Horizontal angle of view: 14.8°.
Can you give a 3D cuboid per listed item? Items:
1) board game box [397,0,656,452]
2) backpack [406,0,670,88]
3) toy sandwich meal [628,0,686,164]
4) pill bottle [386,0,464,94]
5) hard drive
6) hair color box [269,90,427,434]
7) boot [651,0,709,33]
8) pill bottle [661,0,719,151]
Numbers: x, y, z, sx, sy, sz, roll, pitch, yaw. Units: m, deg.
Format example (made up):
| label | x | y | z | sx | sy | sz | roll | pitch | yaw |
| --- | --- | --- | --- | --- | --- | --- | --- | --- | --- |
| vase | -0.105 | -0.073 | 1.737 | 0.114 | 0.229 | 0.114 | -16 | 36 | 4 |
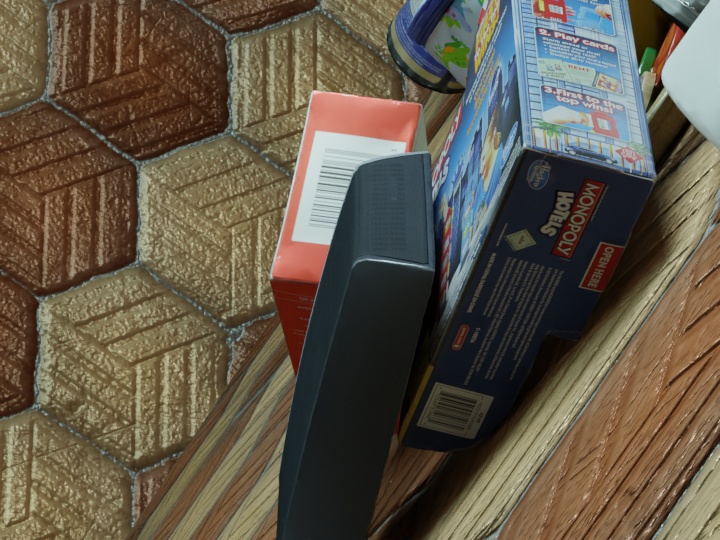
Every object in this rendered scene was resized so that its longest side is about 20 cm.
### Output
| label | x | y | z | sx | sy | sz | roll | pitch | yaw |
| --- | --- | --- | --- | --- | --- | --- | --- | --- | --- |
| board game box | 0.076 | -0.049 | 1.276 | 0.200 | 0.062 | 0.200 | 112 | 169 | -45 |
| backpack | 0.115 | -0.189 | 1.571 | 0.200 | 0.147 | 0.183 | -43 | -4 | -38 |
| toy sandwich meal | 0.110 | -0.074 | 1.420 | 0.205 | 0.070 | 0.205 | -54 | 4 | 5 |
| pill bottle | 0.120 | -0.285 | 2.892 | 0.200 | 0.112 | 0.112 | -51 | 5 | 40 |
| hard drive | -0.004 | 0.054 | 1.300 | 0.135 | 0.042 | 0.200 | -89 | 11 | -62 |
| hair color box | 0.000 | 0.000 | 1.478 | 0.200 | 0.064 | 0.111 | 78 | -158 | -65 |
| boot | 0.209 | -0.191 | 1.298 | 0.174 | 0.069 | 0.200 | -44 | 15 | 23 |
| pill bottle | 0.160 | -0.095 | 0.605 | 0.200 | 0.120 | 0.120 | -54 | 4 | 16 |
